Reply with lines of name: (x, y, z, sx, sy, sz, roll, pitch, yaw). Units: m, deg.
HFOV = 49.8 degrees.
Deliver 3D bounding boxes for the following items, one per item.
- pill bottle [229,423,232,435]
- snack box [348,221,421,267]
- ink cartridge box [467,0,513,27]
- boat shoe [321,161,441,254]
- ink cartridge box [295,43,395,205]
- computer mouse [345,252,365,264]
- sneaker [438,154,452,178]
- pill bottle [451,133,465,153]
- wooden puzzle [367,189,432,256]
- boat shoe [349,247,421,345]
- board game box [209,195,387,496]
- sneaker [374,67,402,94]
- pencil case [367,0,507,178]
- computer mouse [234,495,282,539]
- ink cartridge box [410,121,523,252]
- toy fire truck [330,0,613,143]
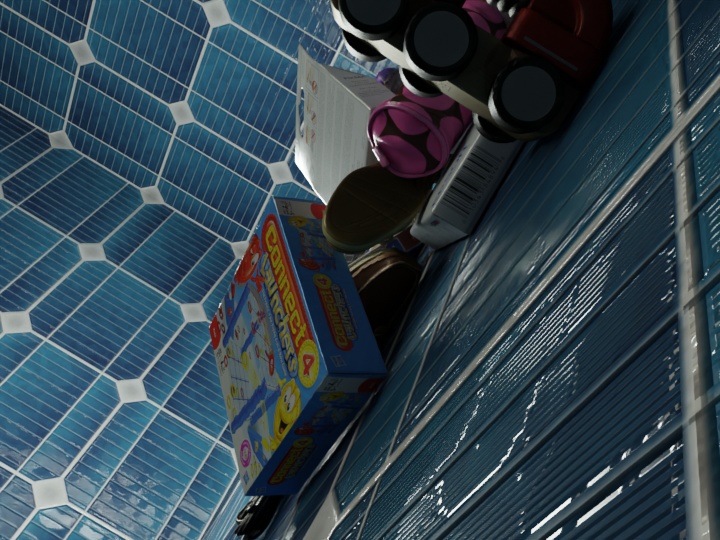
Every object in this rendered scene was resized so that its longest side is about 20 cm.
pill bottle: (-0.122, 0.185, 1.139, 0.111, 0.111, 0.200, -58, 1, 20)
snack box: (0.000, 0.000, 0.848, 0.200, 0.024, 0.072, -33, -2, -6)
ink cartridge box: (0.162, -0.293, 0.752, 0.076, 0.136, 0.200, -58, 1, -34)
boat shoe: (0.025, -0.068, 0.736, 0.201, 0.073, 0.063, -55, -12, -45)
ink cartridge box: (-0.019, -0.149, 0.879, 0.200, 0.047, 0.160, -127, 33, -47)
computer mouse: (-0.049, 0.045, 0.960, 0.110, 0.044, 0.200, 4, -72, -64)
sneaker: (0.064, -0.134, 1.057, 0.200, 0.078, 0.085, -14, 1, 30)
pill bottle: (0.130, -0.223, 0.926, 0.110, 0.109, 0.200, -58, 2, 39)
wooden puzzle: (0.044, -0.017, 1.051, 0.185, 0.046, 0.200, -59, 6, -1)
boat shoe: (-0.008, 0.066, 0.780, 0.200, 0.076, 0.074, -49, 34, 26)
board game box: (-0.069, 0.071, 0.716, 0.196, 0.056, 0.200, -58, 40, 38)
sneaker: (0.011, -0.157, 0.944, 0.070, 0.099, 0.200, -55, -26, -37)
pencil case: (0.074, -0.170, 0.733, 0.094, 0.091, 0.200, -11, 34, 40)
computer mouse: (-0.096, 0.221, 0.894, 0.139, 0.053, 0.200, -60, 12, -2)
ink cartridge box: (0.113, -0.115, 0.719, 0.197, 0.043, 0.200, -60, 3, -5)
toy fire truck: (0.097, -0.209, 0.537, 0.200, 0.176, 0.129, -58, 1, 4)
